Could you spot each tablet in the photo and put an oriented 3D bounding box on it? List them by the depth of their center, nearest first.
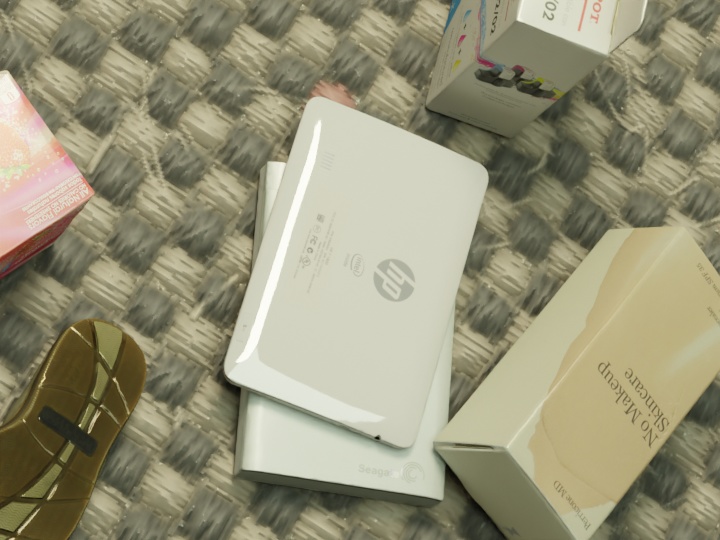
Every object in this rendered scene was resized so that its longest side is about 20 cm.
[{"bbox_3d":[0.000,0.000,1.611,0.130,0.014,0.200,22,68,-13],"label":"tablet"}]

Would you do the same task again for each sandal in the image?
[{"bbox_3d":[-0.192,0.111,1.516,0.080,0.054,0.200,40,50,-11],"label":"sandal"}]

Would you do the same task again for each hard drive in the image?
[{"bbox_3d":[-0.006,0.039,1.618,0.132,0.026,0.200,10,70,-18],"label":"hard drive"}]

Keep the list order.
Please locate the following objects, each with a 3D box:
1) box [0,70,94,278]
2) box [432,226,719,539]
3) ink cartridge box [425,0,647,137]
[{"bbox_3d":[-0.267,-0.017,1.495,0.200,0.103,0.095,-35,88,-27],"label":"box"},{"bbox_3d":[0.147,0.072,1.625,0.200,0.078,0.095,-50,115,-25],"label":"box"},{"bbox_3d":[0.117,-0.174,1.632,0.068,0.200,0.115,19,68,-14],"label":"ink cartridge box"}]
